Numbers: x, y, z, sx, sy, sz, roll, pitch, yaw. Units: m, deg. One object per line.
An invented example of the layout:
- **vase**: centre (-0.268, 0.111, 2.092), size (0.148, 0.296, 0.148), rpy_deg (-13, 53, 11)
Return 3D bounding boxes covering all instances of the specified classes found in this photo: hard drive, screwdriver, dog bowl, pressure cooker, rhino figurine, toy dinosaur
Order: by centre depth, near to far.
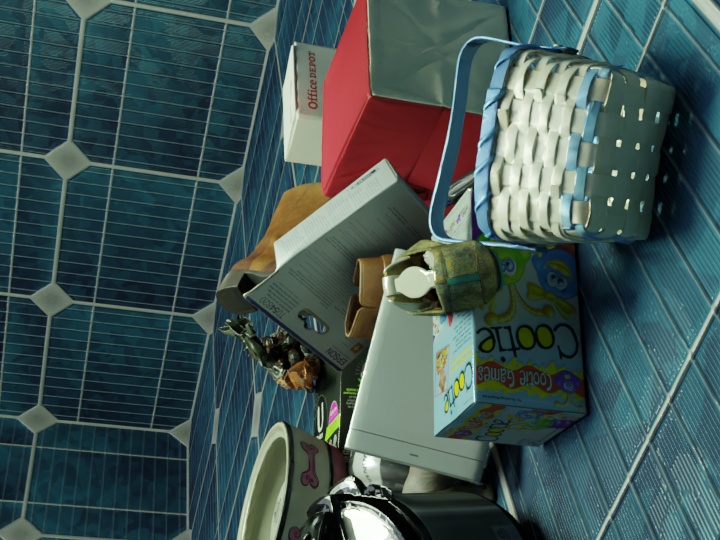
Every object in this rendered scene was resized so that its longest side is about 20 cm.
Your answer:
- **pressure cooker**: centre (0.035, 0.275, 1.008), size (0.176, 0.200, 0.179), rpy_deg (23, 100, 46)
- **hard drive**: centre (0.073, 0.089, 1.123), size (0.027, 0.132, 0.200), rpy_deg (85, -161, -76)
- **rhino figurine**: centre (0.085, 0.212, 1.166), size (0.060, 0.087, 0.200), rpy_deg (-131, 42, -76)
- **dog bowl**: centre (-0.075, 0.268, 1.268), size (0.200, 0.074, 0.200), rpy_deg (-166, 90, -76)
- **screwdriver**: centre (0.068, -0.060, 1.295), size (0.200, 0.029, 0.028), rpy_deg (-32, 64, 22)
- **toy dinosaur**: centre (-0.085, 0.096, 1.432), size (0.200, 0.102, 0.136), rpy_deg (-5, 120, 59)

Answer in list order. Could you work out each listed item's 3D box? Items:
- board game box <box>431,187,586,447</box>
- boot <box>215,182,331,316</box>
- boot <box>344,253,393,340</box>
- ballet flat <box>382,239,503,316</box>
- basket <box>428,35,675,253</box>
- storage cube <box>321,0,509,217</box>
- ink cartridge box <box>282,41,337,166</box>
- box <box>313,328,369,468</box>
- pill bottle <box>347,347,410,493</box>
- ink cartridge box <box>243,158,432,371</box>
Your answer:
- **board game box**: centre (0.128, 0.043, 1.044), size (0.105, 0.103, 0.200), rpy_deg (125, 150, -61)
- **boot**: centre (-0.057, -0.032, 1.398), size (0.188, 0.068, 0.200), rpy_deg (-12, 34, 42)
- **boot**: centre (0.072, -0.005, 1.195), size (0.074, 0.155, 0.200), rpy_deg (-120, 39, -69)
- **ballet flat**: centre (0.055, 0.009, 0.992), size (0.200, 0.071, 0.071), rpy_deg (168, 109, -73)
- **basket**: centre (0.141, -0.095, 0.939), size (0.200, 0.139, 0.177), rpy_deg (16, 100, 44)
- **storage cube**: centre (0.061, -0.188, 1.310), size (0.180, 0.171, 0.200), rpy_deg (118, 156, -53)
- **ink cartridge box**: centre (0.004, -0.201, 1.489), size (0.083, 0.200, 0.147), rpy_deg (111, 162, -47)
- **box**: centre (0.016, 0.158, 1.407), size (0.149, 0.124, 0.200), rpy_deg (124, 151, -64)
- **pill bottle**: centre (0.045, 0.179, 1.258), size (0.106, 0.106, 0.200), rpy_deg (124, 159, -62)
- **ink cartridge box**: centre (0.000, 0.000, 1.242), size (0.200, 0.200, 0.041), rpy_deg (-37, 49, 8)
